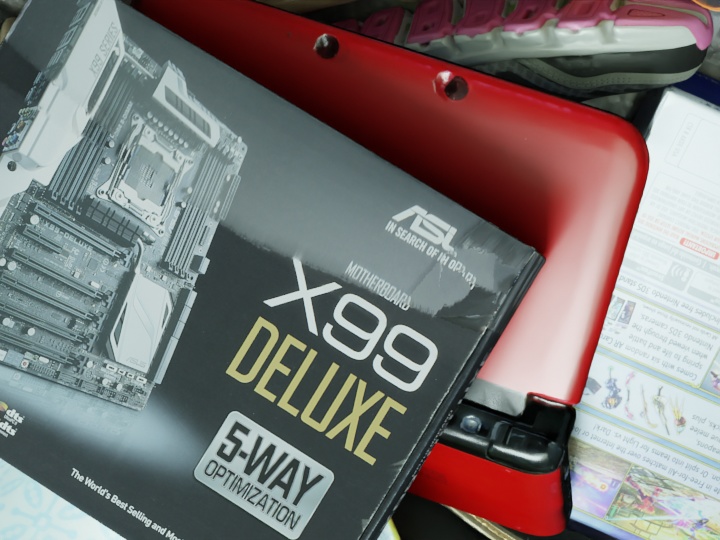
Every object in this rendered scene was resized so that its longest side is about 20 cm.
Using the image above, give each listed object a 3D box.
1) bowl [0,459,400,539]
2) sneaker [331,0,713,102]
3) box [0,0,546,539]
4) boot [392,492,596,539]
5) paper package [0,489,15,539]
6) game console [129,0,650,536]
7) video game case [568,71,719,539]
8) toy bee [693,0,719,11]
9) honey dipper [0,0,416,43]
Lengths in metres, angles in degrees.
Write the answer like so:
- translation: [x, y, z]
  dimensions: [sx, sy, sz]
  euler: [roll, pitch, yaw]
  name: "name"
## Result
- translation: [-0.078, 0.134, 0.964]
  dimensions: [0.200, 0.108, 0.200]
  euler: [0, 89, 0]
  name: "bowl"
- translation: [0.041, -0.057, 0.967]
  dimensions: [0.200, 0.074, 0.087]
  euler: [-12, 111, 15]
  name: "sneaker"
- translation: [-0.060, 0.011, 0.879]
  dimensions: [0.200, 0.050, 0.158]
  euler: [32, 92, 10]
  name: "box"
- translation: [0.020, 0.152, 1.009]
  dimensions: [0.200, 0.138, 0.077]
  euler: [17, 135, 0]
  name: "boot"
- translation: [-0.225, 0.092, 1.038]
  dimensions: [0.191, 0.103, 0.200]
  euler: [7, 112, 3]
  name: "paper package"
- translation: [0.000, 0.000, 0.958]
  dimensions: [0.200, 0.172, 0.119]
  euler: [19, 73, 13]
  name: "game console"
- translation: [0.172, 0.038, 1.005]
  dimensions: [0.200, 0.045, 0.181]
  euler: [24, 111, -4]
  name: "video game case"
- translation: [0.114, -0.120, 0.868]
  dimensions: [0.131, 0.200, 0.109]
  euler: [-9, 88, -14]
  name: "toy bee"
- translation: [-0.068, -0.097, 0.982]
  dimensions: [0.200, 0.038, 0.038]
  euler: [-13, 110, 9]
  name: "honey dipper"
